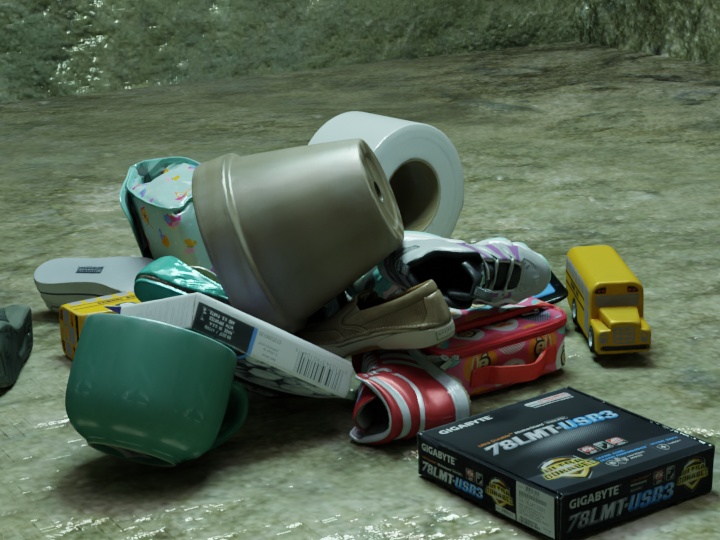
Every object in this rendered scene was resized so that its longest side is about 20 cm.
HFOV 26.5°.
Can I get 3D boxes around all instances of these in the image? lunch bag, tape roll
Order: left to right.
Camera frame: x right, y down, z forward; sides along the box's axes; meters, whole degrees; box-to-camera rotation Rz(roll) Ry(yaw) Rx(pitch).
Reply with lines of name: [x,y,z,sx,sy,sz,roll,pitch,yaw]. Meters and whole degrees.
lunch bag: [-0.225,-0.046,1.955,0.121,0.172,0.199,-32,29,-25]
tape roll: [0.028,-0.113,2.132,0.201,0.205,0.138,-13,19,-37]
lunch bag: [0.127,0.082,1.685,0.198,0.083,0.176,-13,24,-33]

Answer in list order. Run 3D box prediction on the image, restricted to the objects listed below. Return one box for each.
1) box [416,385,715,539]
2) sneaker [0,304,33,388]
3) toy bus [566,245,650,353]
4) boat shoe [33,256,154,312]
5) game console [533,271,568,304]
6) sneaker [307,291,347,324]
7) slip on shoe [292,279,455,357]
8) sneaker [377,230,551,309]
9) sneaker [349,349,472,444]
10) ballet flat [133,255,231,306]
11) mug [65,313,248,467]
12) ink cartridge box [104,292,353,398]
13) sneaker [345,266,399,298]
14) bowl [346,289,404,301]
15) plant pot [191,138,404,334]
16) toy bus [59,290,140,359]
box: [0.187,0.173,1.410,0.198,0.050,0.198,-11,20,-34]
sneaker: [-0.435,0.085,1.709,0.113,0.077,0.200,-4,13,-3]
toy bus: [0.290,0.035,1.798,0.064,0.079,0.200,-2,16,-2]
boat shoe: [-0.312,0.029,1.909,0.197,0.066,0.072,0,38,15]
game console: [0.139,-0.006,1.893,0.175,0.117,0.200,38,8,-14]
sneaker: [-0.051,0.032,1.750,0.059,0.105,0.201,-13,35,4]
slip on shoe: [0.007,0.050,1.575,0.199,0.061,0.076,-6,15,43]
sneaker: [0.125,0.011,1.602,0.197,0.079,0.140,3,11,-16]
sneaker: [0.016,0.119,1.565,0.111,0.072,0.199,-6,19,-30]
ballet flat: [-0.153,0.035,1.685,0.198,0.068,0.071,25,47,14]
mug: [-0.187,0.124,1.450,0.183,0.116,0.152,18,-17,-13]
ink cartridge box: [-0.141,0.082,1.555,0.197,0.044,0.199,26,-18,-32]
sneaker: [0.000,0.000,1.752,0.078,0.091,0.200,-46,2,-8]
bowl: [-0.025,0.002,1.932,0.198,0.095,0.201,-1,15,0]
plant pot: [-0.054,-0.048,1.582,0.172,0.202,0.200,-21,12,12]
toy bus: [-0.247,0.059,1.802,0.198,0.066,0.078,-12,17,-32]
